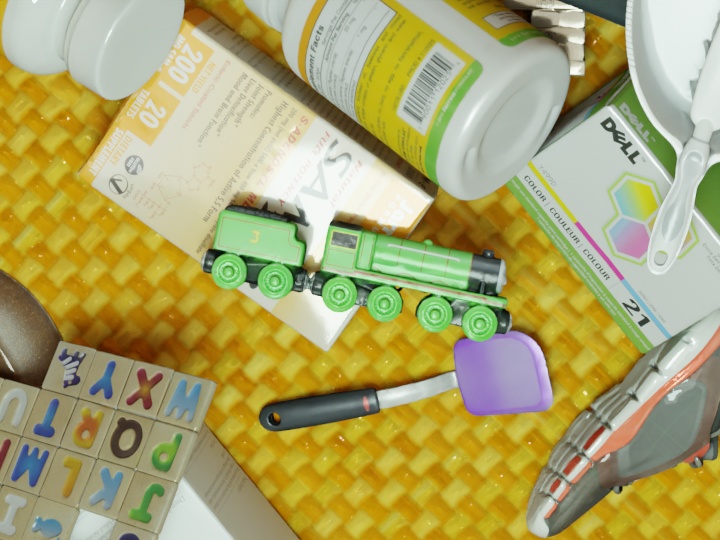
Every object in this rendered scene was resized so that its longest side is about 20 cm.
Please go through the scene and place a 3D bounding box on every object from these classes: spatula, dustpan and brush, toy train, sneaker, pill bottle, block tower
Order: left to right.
[{"bbox_3d":[-0.210,-0.192,1.410,0.199,0.113,0.113,33,103,18],"label":"pill bottle"},{"bbox_3d":[0.000,0.000,1.418,0.198,0.042,0.057,11,93,0],"label":"toy train"},{"bbox_3d":[0.022,-0.142,1.399,0.200,0.111,0.111,39,103,24],"label":"pill bottle"},{"bbox_3d":[0.027,0.081,1.512,0.198,0.021,0.057,-11,101,8],"label":"spatula"},{"bbox_3d":[0.116,-0.226,1.428,0.057,0.054,0.202,2,100,5],"label":"block tower"},{"bbox_3d":[0.191,0.111,1.477,0.082,0.077,0.200,40,102,-9],"label":"sneaker"},{"bbox_3d":[0.205,-0.095,1.325,0.139,0.057,0.201,19,112,4],"label":"dustpan and brush"}]

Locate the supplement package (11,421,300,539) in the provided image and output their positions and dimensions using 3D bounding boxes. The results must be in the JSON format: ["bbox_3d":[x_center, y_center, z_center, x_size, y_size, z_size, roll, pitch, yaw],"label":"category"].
[{"bbox_3d":[-0.114,0.197,1.500,0.117,0.117,0.200,-38,94,11],"label":"supplement package"}]

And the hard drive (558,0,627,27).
[{"bbox_3d":[0.145,-0.231,1.382,0.199,0.033,0.141,18,92,-25],"label":"hard drive"}]

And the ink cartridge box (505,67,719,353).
[{"bbox_3d":[0.209,-0.062,1.394,0.148,0.076,0.200,50,133,-5],"label":"ink cartridge box"}]

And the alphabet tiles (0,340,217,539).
[{"bbox_3d":[-0.196,0.128,1.442,0.199,0.008,0.168,12,75,35],"label":"alphabet tiles"}]

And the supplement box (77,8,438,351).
[{"bbox_3d":[-0.064,-0.060,1.467,0.199,0.074,0.126,34,102,-2],"label":"supplement box"}]

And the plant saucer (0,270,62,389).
[{"bbox_3d":[-0.294,0.087,1.538,0.199,0.037,0.202,1,101,5],"label":"plant saucer"}]
